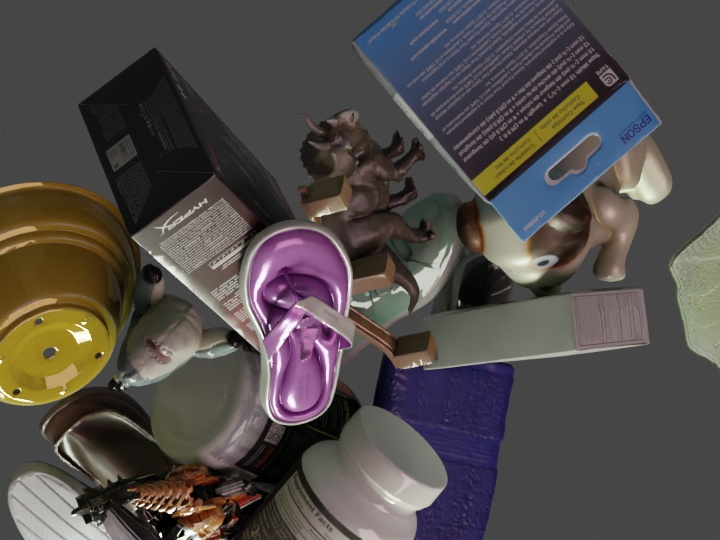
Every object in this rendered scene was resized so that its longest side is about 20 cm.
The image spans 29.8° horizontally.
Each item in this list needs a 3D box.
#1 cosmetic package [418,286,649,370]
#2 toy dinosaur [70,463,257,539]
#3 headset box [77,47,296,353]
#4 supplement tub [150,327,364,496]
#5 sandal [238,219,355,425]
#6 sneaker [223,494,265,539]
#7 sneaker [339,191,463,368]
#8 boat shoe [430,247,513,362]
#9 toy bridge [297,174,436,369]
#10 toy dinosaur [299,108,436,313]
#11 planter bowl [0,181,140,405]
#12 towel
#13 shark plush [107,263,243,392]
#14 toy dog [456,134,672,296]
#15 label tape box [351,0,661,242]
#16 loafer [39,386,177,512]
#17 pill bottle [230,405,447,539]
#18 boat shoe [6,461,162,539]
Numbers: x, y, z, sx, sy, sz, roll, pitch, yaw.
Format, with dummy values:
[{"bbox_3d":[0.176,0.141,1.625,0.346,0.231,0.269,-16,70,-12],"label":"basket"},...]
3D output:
[{"bbox_3d":[0.140,0.049,1.133,0.082,0.200,0.051,-1,83,-34],"label":"cosmetic package"},{"bbox_3d":[-0.154,0.190,1.088,0.135,0.102,0.200,-23,140,0],"label":"toy dinosaur"},{"bbox_3d":[-0.104,-0.042,0.990,0.077,0.149,0.200,-35,138,8],"label":"headset box"},{"bbox_3d":[-0.077,0.136,1.190,0.123,0.123,0.200,-48,137,11],"label":"supplement tub"},{"bbox_3d":[-0.037,0.046,0.965,0.082,0.050,0.203,-18,138,-14],"label":"sandal"},{"bbox_3d":[-0.106,0.253,1.302,0.075,0.085,0.201,-29,138,-11],"label":"sneaker"},{"bbox_3d":[0.000,0.001,1.159,0.200,0.074,0.118,-46,144,12],"label":"sneaker"},{"bbox_3d":[0.097,0.050,1.289,0.074,0.065,0.203,-10,134,-16],"label":"boat shoe"},{"bbox_3d":[-0.006,0.006,1.094,0.067,0.027,0.200,-13,129,23],"label":"toy bridge"},{"bbox_3d":[0.003,-0.056,1.108,0.102,0.077,0.201,-18,122,-16],"label":"toy dinosaur"},{"bbox_3d":[-0.245,0.039,1.015,0.199,0.084,0.201,-20,135,-21],"label":"planter bowl"},{"bbox_3d":[0.061,0.169,1.228,0.147,0.049,0.201,15,82,-32],"label":"towel"},{"bbox_3d":[-0.173,0.057,1.043,0.091,0.200,0.083,43,71,-19],"label":"shark plush"},{"bbox_3d":[0.163,-0.067,1.117,0.200,0.139,0.195,-55,137,-48],"label":"toy dog"},{"bbox_3d":[0.109,-0.143,1.032,0.143,0.066,0.200,-41,94,2],"label":"label tape box"},{"bbox_3d":[-0.195,0.165,1.171,0.073,0.071,0.200,-43,139,5],"label":"loafer"},{"bbox_3d":[-0.026,0.215,1.118,0.116,0.117,0.200,24,112,-45],"label":"pill bottle"},{"bbox_3d":[-0.237,0.229,1.202,0.072,0.071,0.200,-32,120,13],"label":"boat shoe"}]
